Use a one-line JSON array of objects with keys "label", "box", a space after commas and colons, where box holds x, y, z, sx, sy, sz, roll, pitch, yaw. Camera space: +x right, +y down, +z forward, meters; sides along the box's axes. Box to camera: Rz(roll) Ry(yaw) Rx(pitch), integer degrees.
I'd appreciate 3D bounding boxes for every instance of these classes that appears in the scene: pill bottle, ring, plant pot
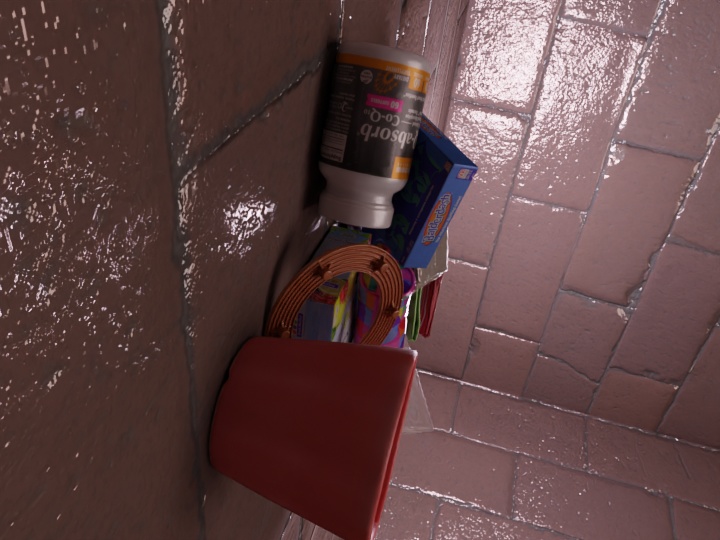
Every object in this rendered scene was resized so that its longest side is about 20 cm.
[{"label": "pill bottle", "box": [0.011, -0.160, 0.756, 0.116, 0.115, 0.203, -46, 148, -74]}, {"label": "ring", "box": [-0.024, 0.061, 0.758, 0.199, 0.019, 0.203, -23, 131, -28]}, {"label": "plant pot", "box": [-0.047, 0.159, 0.651, 0.200, 0.175, 0.203, 14, 90, -82]}]

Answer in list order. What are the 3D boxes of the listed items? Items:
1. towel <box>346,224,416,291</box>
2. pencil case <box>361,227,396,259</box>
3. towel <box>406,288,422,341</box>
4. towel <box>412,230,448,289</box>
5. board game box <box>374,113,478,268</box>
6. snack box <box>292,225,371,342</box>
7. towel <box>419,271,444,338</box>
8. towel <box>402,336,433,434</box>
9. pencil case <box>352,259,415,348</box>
[{"label": "towel", "box": [0.041, -0.035, 1.055, 0.146, 0.030, 0.202, -43, 116, -58]}, {"label": "pencil case", "box": [0.041, -0.093, 0.970, 0.086, 0.077, 0.203, -1, 83, -44]}, {"label": "towel", "box": [0.060, 0.047, 1.230, 0.199, 0.030, 0.152, 15, -78, 59]}, {"label": "towel", "box": [0.114, -0.077, 1.090, 0.132, 0.034, 0.203, -24, 117, -56]}, {"label": "board game box", "box": [0.055, -0.125, 0.831, 0.201, 0.044, 0.153, 56, -47, 42]}, {"label": "snack box", "box": [-0.044, 0.058, 0.884, 0.201, 0.067, 0.171, -61, 162, -58]}, {"label": "towel", "box": [0.095, 0.035, 1.270, 0.200, 0.022, 0.147, 31, -68, 58]}, {"label": "towel", "box": [0.036, 0.174, 1.049, 0.190, 0.032, 0.202, 20, 47, -50]}, {"label": "pencil case", "box": [0.030, 0.076, 0.909, 0.089, 0.087, 0.202, -68, 167, -46]}]
